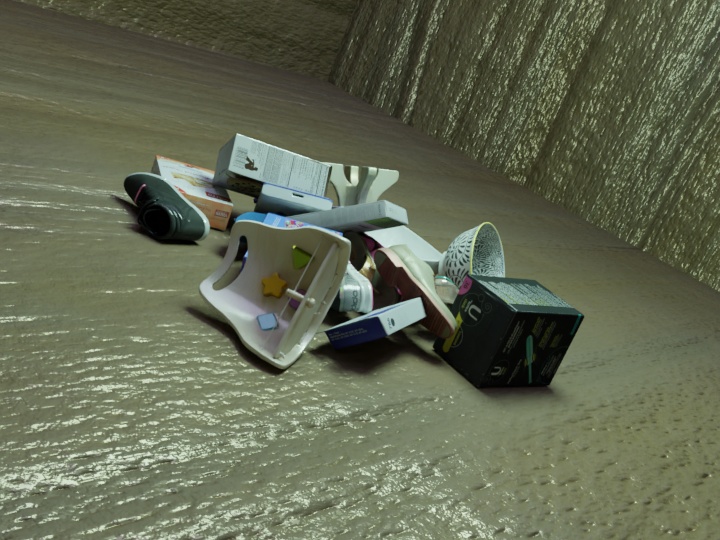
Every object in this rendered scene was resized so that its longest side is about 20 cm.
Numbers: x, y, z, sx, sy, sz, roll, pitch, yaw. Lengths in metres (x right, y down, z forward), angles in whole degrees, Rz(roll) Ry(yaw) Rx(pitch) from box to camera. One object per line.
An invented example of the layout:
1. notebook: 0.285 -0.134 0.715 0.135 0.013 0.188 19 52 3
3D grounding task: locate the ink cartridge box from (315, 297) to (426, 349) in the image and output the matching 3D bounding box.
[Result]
1. ink cartridge box: 0.021 0.085 1.312 0.099 0.039 0.200 -17 -2 28

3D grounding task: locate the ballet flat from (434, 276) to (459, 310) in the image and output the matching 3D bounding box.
1. ballet flat: 0.178 0.088 1.517 0.200 0.068 0.067 40 48 -37

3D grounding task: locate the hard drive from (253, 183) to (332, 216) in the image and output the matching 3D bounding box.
1. hard drive: -0.136 -0.118 1.633 0.132 0.025 0.200 14 -12 -10

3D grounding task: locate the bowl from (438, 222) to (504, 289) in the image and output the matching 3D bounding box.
1. bowl: 0.216 0.005 1.693 0.094 0.201 0.201 -1 5 29

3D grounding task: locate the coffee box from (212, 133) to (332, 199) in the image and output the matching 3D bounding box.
1. coffee box: -0.170 -0.184 1.620 0.200 0.080 0.113 16 -15 -23

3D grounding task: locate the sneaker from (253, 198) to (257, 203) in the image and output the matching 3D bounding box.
1. sneaker: -0.130 -0.121 1.773 0.200 0.088 0.074 38 34 -34

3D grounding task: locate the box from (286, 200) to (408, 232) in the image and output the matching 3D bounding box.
1. box: -0.026 -0.091 1.557 0.200 0.036 0.144 -7 -5 17

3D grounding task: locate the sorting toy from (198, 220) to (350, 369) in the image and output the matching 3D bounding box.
1. sorting toy: -0.132 0.016 1.210 0.180 0.200 0.107 27 -7 11

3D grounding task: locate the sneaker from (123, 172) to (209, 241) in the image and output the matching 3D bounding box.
1. sneaker: -0.362 -0.117 1.459 0.200 0.071 0.099 35 16 22

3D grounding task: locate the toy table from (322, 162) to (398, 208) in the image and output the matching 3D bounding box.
1. toy table: -0.009 -0.177 1.897 0.184 0.117 0.200 3 6 -30

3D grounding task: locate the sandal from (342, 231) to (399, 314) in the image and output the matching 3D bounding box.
1. sandal: 0.000 0.000 1.490 0.200 0.080 0.054 63 4 35

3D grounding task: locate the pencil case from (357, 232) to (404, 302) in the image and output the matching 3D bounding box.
1. pencil case: 0.039 0.014 1.548 0.094 0.091 0.200 -5 34 -46

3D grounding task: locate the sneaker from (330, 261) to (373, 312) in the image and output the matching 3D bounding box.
1. sneaker: -0.056 0.020 1.434 0.087 0.074 0.200 -1 20 -28

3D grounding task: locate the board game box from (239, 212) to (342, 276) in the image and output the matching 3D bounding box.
1. board game box: -0.107 -0.024 1.351 0.134 0.045 0.200 15 23 -1

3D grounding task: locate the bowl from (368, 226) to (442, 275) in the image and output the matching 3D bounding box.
1. bowl: 0.054 -0.039 1.737 0.200 0.075 0.200 8 23 -41

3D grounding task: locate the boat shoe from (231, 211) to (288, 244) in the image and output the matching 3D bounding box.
1. boat shoe: -0.176 -0.060 1.539 0.084 0.069 0.200 43 19 18

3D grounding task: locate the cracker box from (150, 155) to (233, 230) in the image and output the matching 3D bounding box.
1. cracker box: -0.332 -0.153 1.627 0.134 0.058 0.200 14 20 -24

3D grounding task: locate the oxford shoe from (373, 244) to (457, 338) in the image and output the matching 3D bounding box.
1. oxford shoe: 0.108 0.027 1.424 0.074 0.071 0.200 -23 65 -32

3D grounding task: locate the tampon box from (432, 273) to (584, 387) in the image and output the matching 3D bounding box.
1. tampon box: 0.254 0.104 1.442 0.200 0.150 0.126 6 25 -42
